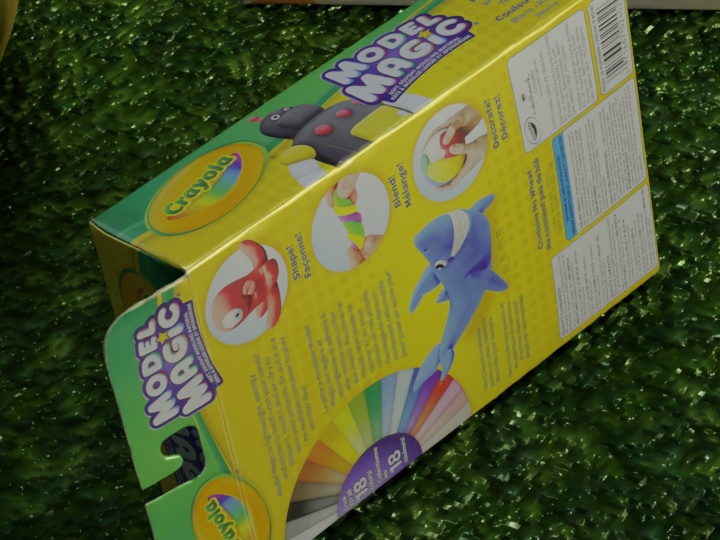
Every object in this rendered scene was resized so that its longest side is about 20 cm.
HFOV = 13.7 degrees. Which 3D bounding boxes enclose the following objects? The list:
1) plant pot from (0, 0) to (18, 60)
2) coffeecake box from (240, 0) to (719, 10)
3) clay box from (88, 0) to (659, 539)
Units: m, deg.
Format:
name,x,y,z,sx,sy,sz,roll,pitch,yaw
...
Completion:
name,x,y,z,sx,sy,sz,roll,pitch,yaw
plant pot,-0.194,-0.102,1.011,0.200,0.200,0.142,10,18,25
coffeecake box,0.061,-0.171,1.087,0.200,0.073,0.154,2,48,17
clay box,0.000,0.000,0.865,0.200,0.115,0.048,-35,43,-28
